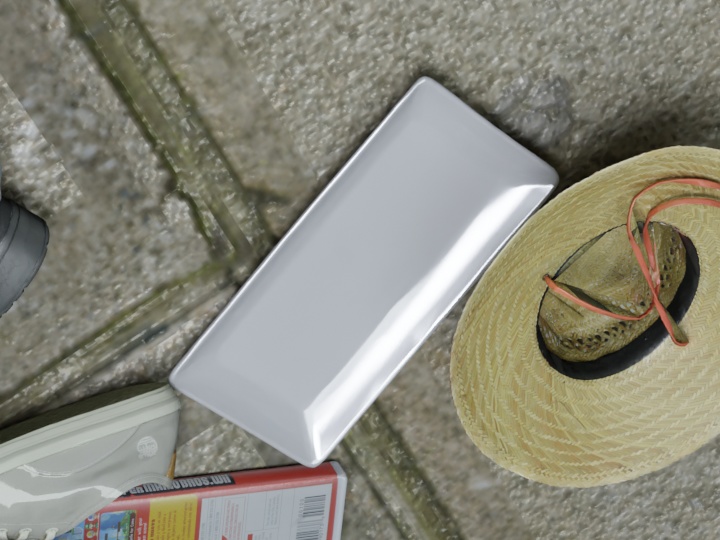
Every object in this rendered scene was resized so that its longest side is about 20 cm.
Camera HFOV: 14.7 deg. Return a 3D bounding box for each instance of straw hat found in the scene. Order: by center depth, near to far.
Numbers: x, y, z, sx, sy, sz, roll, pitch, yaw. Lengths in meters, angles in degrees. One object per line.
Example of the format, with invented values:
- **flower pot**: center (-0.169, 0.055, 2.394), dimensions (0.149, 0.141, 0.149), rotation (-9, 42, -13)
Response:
- **straw hat**: center (0.123, 0.004, 1.408), dimensions (0.200, 0.085, 0.202), rotation (-11, 126, -15)

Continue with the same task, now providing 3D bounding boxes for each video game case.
- **video game case**: center (-0.108, 0.172, 1.450), dimensions (0.199, 0.017, 0.143), rotation (-5, 120, -21)

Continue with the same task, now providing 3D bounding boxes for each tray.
- **tray**: center (0.000, 0.000, 1.392), dimensions (0.107, 0.022, 0.200), rotation (34, 102, -34)

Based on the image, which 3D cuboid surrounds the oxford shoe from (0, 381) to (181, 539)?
- **oxford shoe**: center (-0.176, 0.108, 1.346), dimensions (0.199, 0.075, 0.058), rotation (-17, 98, -17)

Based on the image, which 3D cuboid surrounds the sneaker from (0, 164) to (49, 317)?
- **sneaker**: center (-0.221, 0.005, 1.281), dimensions (0.104, 0.060, 0.200), rotation (35, 98, -33)
